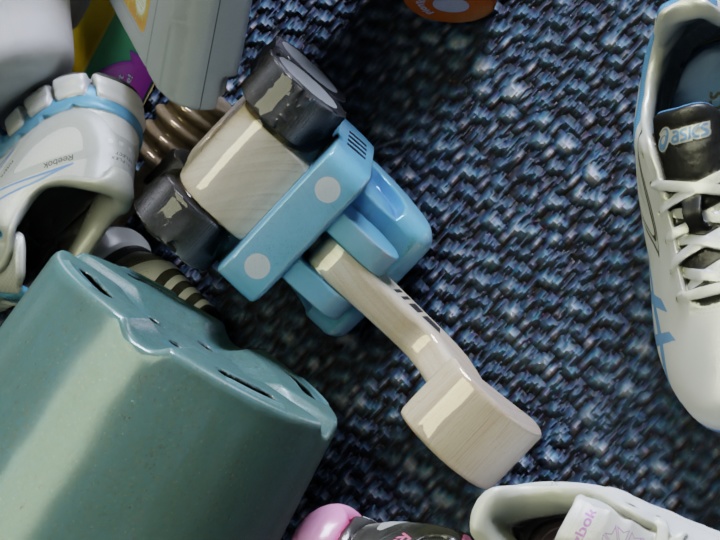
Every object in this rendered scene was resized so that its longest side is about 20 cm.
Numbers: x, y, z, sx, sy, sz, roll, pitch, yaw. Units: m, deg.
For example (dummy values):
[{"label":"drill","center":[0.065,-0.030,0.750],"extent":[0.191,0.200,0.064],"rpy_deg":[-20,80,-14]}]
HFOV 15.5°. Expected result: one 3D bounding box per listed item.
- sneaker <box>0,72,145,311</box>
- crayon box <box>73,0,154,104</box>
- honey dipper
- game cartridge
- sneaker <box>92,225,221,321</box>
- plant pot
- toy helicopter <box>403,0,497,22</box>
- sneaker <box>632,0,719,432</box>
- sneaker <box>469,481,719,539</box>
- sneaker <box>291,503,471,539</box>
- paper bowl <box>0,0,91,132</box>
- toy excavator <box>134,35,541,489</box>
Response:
[{"label":"sneaker","center":[-0.180,-0.008,1.284],"extent":[0.200,0.075,0.087],"rpy_deg":[-42,38,26]},{"label":"crayon box","center":[-0.155,-0.186,1.432],"extent":[0.172,0.058,0.200],"rpy_deg":[25,86,38]},{"label":"honey dipper","center":[-0.136,-0.013,1.363],"extent":[0.200,0.038,0.038],"rpy_deg":[-52,51,10]},{"label":"game cartridge","center":[-0.089,-0.178,1.255],"extent":[0.200,0.041,0.134],"rpy_deg":[-122,35,-56]},{"label":"sneaker","center":[-0.143,0.082,1.296],"extent":[0.115,0.076,0.201],"rpy_deg":[35,89,41]},{"label":"plant pot","center":[-0.121,0.110,1.180],"extent":[0.200,0.200,0.196],"rpy_deg":[36,96,39]},{"label":"toy helicopter","center":[-0.010,-0.189,1.240],"extent":[0.132,0.200,0.079],"rpy_deg":[1,70,14]},{"label":"sneaker","center":[0.149,-0.026,1.144],"extent":[0.072,0.072,0.201],"rpy_deg":[-14,64,27]},{"label":"sneaker","center":[0.128,0.138,1.070],"extent":[0.200,0.100,0.075],"rpy_deg":[17,78,37]},{"label":"sneaker","center":[0.012,0.198,1.149],"extent":[0.095,0.079,0.201],"rpy_deg":[-2,70,22]},{"label":"paper bowl","center":[-0.220,-0.108,1.285],"extent":[0.200,0.201,0.105],"rpy_deg":[-36,77,17]},{"label":"toy excavator","center":[0.000,0.000,1.225],"extent":[0.100,0.200,0.194],"rpy_deg":[-47,7,9]}]
